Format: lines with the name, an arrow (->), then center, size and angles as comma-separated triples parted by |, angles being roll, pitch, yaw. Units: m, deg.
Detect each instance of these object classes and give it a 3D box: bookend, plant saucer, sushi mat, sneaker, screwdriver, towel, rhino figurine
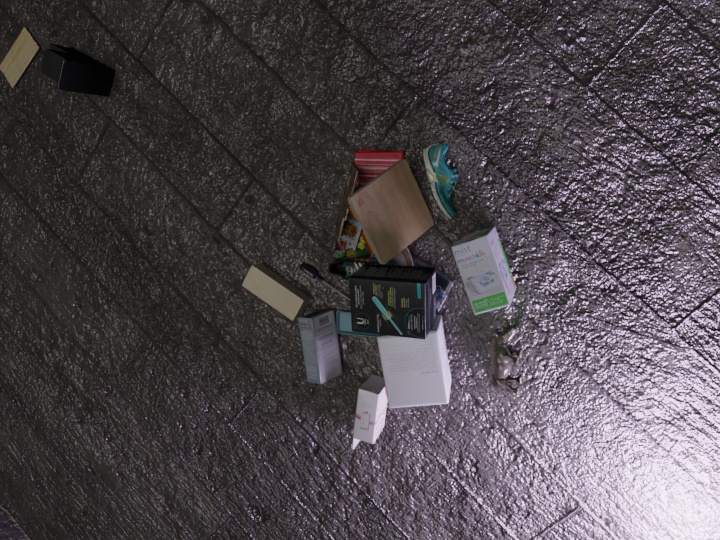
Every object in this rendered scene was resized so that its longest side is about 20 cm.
bookend -> -0.928, -0.640, 1.687 | 0.198, 0.200, 0.093 | 29, 109, 12
plant saucer -> 0.023, 0.161, 1.588 | 0.199, 0.019, 0.070 | 4, 102, 19
sushi mat -> -1.190, -0.741, 1.867 | 0.200, 0.012, 0.096 | -39, 87, 23
sneaker -> 0.000, 0.000, 1.484 | 0.199, 0.080, 0.072 | 1, 101, 31
sneaker -> 0.219, -0.234, 1.404 | 0.079, 0.077, 0.201 | -15, 95, 14
screwdriver -> -0.104, 0.042, 1.603 | 0.200, 0.028, 0.029 | 39, 83, 13
towel -> 0.053, -0.234, 1.493 | 0.144, 0.022, 0.202 | 4, 104, 18
rhino figurine -> 0.386, 0.228, 1.440 | 0.087, 0.060, 0.202 | 2, 99, 31

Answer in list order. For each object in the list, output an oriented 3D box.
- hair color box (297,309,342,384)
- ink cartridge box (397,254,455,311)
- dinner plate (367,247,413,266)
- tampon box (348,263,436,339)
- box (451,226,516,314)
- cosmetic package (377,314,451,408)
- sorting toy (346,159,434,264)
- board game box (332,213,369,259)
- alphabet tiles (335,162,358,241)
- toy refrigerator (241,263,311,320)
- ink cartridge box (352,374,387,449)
hair color box -> -0.119, 0.226, 1.605 | 0.060, 0.099, 0.202 | 1, 102, 40
ink cartridge box -> 0.155, 0.022, 1.498 | 0.199, 0.039, 0.100 | 29, 110, 14
dinner plate -> 0.077, 0.004, 1.500 | 0.199, 0.024, 0.202 | -4, 84, 45
tampon box -> 0.085, 0.075, 1.382 | 0.199, 0.126, 0.151 | 4, 109, 20
box -> 0.311, -0.006, 1.345 | 0.096, 0.200, 0.178 | -18, 93, 22
cosmetic package -> 0.151, 0.245, 1.465 | 0.165, 0.167, 0.201 | -8, 97, 13
sorting toy -> 0.071, -0.155, 1.411 | 0.069, 0.198, 0.201 | 11, 135, 57
board game box -> -0.010, -0.107, 1.522 | 0.104, 0.023, 0.201 | 27, 117, 21
alphabet tiles -> -0.039, -0.187, 1.467 | 0.007, 0.167, 0.201 | 12, 107, -10
toy refrigerator -> -0.257, 0.064, 1.648 | 0.199, 0.070, 0.076 | 32, 103, 11
ink cartridge box -> 0.032, 0.425, 1.586 | 0.067, 0.116, 0.201 | 12, 106, 18
